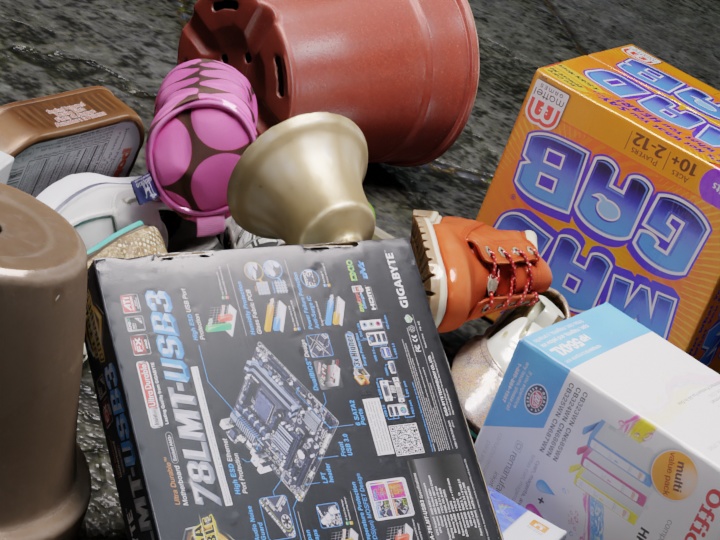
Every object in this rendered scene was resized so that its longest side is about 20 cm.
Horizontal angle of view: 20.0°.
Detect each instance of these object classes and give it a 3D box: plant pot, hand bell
[{"bbox_3d":[-0.036,-0.174,1.720,0.194,0.202,0.200,-14,41,-43],"label":"plant pot"},{"bbox_3d":[0.000,0.000,1.297,0.103,0.105,0.201,4,37,-36],"label":"hand bell"},{"bbox_3d":[-0.221,0.048,1.060,0.198,0.176,0.201,18,23,-8],"label":"plant pot"}]

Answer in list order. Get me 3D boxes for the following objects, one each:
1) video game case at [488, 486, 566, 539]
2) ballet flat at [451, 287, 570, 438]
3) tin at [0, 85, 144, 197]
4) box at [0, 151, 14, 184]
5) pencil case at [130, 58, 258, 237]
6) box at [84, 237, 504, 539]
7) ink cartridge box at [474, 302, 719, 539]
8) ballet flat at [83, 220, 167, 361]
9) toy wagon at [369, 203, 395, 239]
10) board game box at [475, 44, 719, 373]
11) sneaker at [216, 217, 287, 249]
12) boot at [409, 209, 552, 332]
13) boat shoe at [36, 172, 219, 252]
[{"bbox_3d":[0.002,0.151,1.206,0.199,0.046,0.181,29,22,16],"label":"video game case"},{"bbox_3d":[0.113,0.057,1.474,0.068,0.067,0.200,41,23,-4],"label":"ballet flat"},{"bbox_3d":[-0.219,-0.064,1.394,0.042,0.112,0.200,39,27,15],"label":"tin"},{"bbox_3d":[-0.329,-0.042,1.223,0.199,0.125,0.098,25,22,4],"label":"box"},{"bbox_3d":[-0.111,-0.091,1.445,0.090,0.095,0.200,-14,15,2],"label":"pencil case"},{"bbox_3d":[-0.039,0.084,1.103,0.197,0.050,0.202,-6,66,-27],"label":"box"},{"bbox_3d":[0.186,0.134,1.302,0.199,0.129,0.125,33,25,25],"label":"ink cartridge box"},{"bbox_3d":[-0.180,0.026,1.285,0.066,0.070,0.200,55,41,3],"label":"ballet flat"},{"bbox_3d":[-0.029,-0.020,1.564,0.199,0.040,0.155,31,24,20],"label":"toy wagon"},{"bbox_3d":[0.225,-0.038,1.627,0.199,0.201,0.199,30,24,20],"label":"board game box"},{"bbox_3d":[-0.067,-0.009,1.444,0.087,0.076,0.201,1,42,22],"label":"sneaker"},{"bbox_3d":[0.083,0.000,1.434,0.106,0.076,0.200,8,14,3],"label":"boot"},{"bbox_3d":[-0.164,-0.022,1.412,0.065,0.073,0.200,26,14,22],"label":"boat shoe"}]
